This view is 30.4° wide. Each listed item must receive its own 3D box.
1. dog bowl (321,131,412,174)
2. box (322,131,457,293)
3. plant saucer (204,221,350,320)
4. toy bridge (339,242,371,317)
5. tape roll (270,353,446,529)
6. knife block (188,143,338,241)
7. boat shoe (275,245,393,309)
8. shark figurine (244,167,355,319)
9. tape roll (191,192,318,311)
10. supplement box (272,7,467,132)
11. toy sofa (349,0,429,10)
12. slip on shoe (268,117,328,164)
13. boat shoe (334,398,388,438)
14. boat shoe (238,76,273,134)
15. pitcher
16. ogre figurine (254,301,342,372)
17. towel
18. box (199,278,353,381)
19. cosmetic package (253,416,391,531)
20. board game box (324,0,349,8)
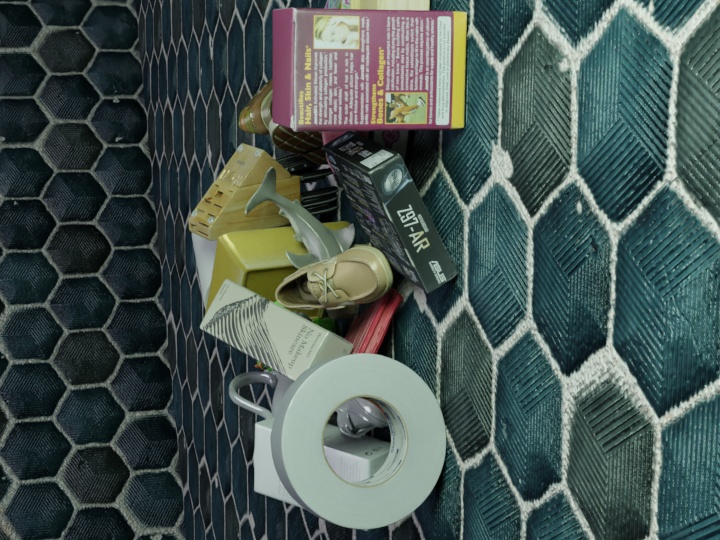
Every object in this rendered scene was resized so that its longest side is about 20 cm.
[{"bbox_3d":[0.003,-0.205,1.699,0.200,0.073,0.202,178,90,-74],"label":"dog bowl"},{"bbox_3d":[0.031,-0.073,1.550,0.161,0.043,0.200,62,172,-19],"label":"box"},{"bbox_3d":[-0.116,0.021,1.919,0.200,0.199,0.049,107,150,-48],"label":"plant saucer"},{"bbox_3d":[0.000,0.000,1.818,0.200,0.027,0.068,123,143,-63],"label":"toy bridge"},{"bbox_3d":[-0.003,0.199,1.551,0.066,0.199,0.202,159,108,-73],"label":"tape roll"},{"bbox_3d":[-0.128,-0.093,1.914,0.064,0.175,0.201,22,75,51],"label":"knife block"},{"bbox_3d":[-0.034,0.019,1.665,0.200,0.064,0.072,-17,96,54],"label":"boat shoe"},{"bbox_3d":[-0.057,-0.054,1.800,0.089,0.128,0.215,-30,96,29],"label":"shark figurine"},{"bbox_3d":[-0.151,-0.016,2.026,0.203,0.201,0.140,107,155,-48],"label":"tape roll"},{"bbox_3d":[0.008,-0.221,1.456,0.103,0.199,0.132,-148,58,-70],"label":"supplement box"},{"bbox_3d":[0.029,-0.310,1.553,0.083,0.097,0.201,-151,60,-70],"label":"toy sofa"},{"bbox_3d":[-0.070,-0.198,1.826,0.200,0.076,0.061,18,-119,-64],"label":"slip on shoe"},{"bbox_3d":[-0.002,0.185,1.732,0.069,0.072,0.200,-61,18,-2],"label":"boat shoe"},{"bbox_3d":[-0.108,-0.256,1.896,0.068,0.200,0.072,-8,112,33],"label":"boat shoe"},{"bbox_3d":[-0.098,0.196,1.929,0.200,0.171,0.122,-116,10,-55],"label":"pitcher"},{"bbox_3d":[-0.094,0.092,1.876,0.200,0.119,0.099,-70,-20,-70],"label":"ogre figurine"},{"bbox_3d":[-0.006,0.109,1.748,0.145,0.022,0.200,-64,7,-20],"label":"towel"},{"bbox_3d":[-0.112,0.087,1.740,0.199,0.068,0.083,23,83,37],"label":"box"},{"bbox_3d":[-0.047,0.265,1.763,0.199,0.071,0.102,12,107,36],"label":"cosmetic package"},{"bbox_3d":[-0.030,-0.329,1.814,0.200,0.034,0.135,118,159,-60],"label":"board game box"}]
